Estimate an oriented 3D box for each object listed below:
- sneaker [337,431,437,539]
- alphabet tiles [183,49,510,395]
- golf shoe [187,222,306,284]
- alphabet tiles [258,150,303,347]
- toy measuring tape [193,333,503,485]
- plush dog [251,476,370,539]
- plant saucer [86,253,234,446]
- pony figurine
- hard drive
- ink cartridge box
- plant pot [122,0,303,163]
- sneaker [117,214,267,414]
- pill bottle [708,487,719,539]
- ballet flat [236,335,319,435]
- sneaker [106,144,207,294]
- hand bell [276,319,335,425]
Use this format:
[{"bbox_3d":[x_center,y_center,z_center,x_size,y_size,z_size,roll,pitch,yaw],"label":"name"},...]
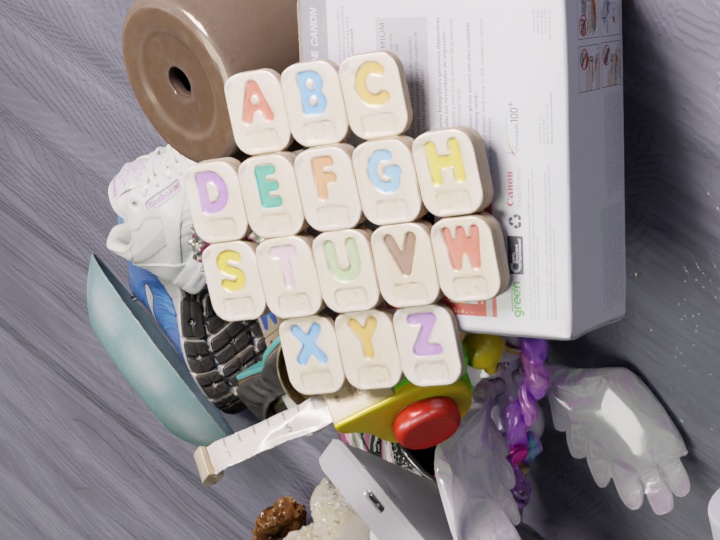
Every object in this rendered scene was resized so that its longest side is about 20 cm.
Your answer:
[{"bbox_3d":[0.050,0.164,1.562,0.086,0.080,0.201,-13,106,54],"label":"sneaker"},{"bbox_3d":[-0.011,-0.024,1.251,0.199,0.015,0.196,-5,101,32],"label":"alphabet tiles"},{"bbox_3d":[-0.056,-0.040,1.464,0.076,0.091,0.200,68,160,8],"label":"golf shoe"},{"bbox_3d":[-0.046,-0.007,1.574,0.166,0.006,0.201,-36,72,56],"label":"alphabet tiles"},{"bbox_3d":[-0.001,0.089,1.318,0.074,0.199,0.074,60,-170,-18],"label":"toy measuring tape"},{"bbox_3d":[-0.033,0.270,1.717,0.201,0.160,0.172,64,173,-4],"label":"plush dog"},{"bbox_3d":[-0.166,0.077,1.725,0.201,0.039,0.201,52,177,4],"label":"plant saucer"},{"bbox_3d":[0.096,0.091,1.401,0.194,0.166,0.200,67,161,4],"label":"pony figurine"},{"bbox_3d":[0.074,0.185,1.446,0.026,0.200,0.132,-54,41,10],"label":"hard drive"},{"bbox_3d":[0.059,-0.069,1.265,0.175,0.084,0.201,4,101,30],"label":"ink cartridge box"},{"bbox_3d":[-0.049,-0.148,1.359,0.200,0.174,0.201,33,140,33],"label":"plant pot"},{"bbox_3d":[-0.132,0.018,1.705,0.201,0.078,0.089,66,161,-6],"label":"sneaker"},{"bbox_3d":[0.268,0.220,1.286,0.112,0.112,0.201,8,122,50],"label":"pill bottle"},{"bbox_3d":[-0.037,0.078,1.519,0.069,0.068,0.200,61,164,5],"label":"ballet flat"},{"bbox_3d":[-0.128,-0.061,1.571,0.099,0.075,0.200,20,134,-9],"label":"sneaker"},{"bbox_3d":[0.000,0.000,1.429,0.200,0.104,0.104,-89,0,-53],"label":"hand bell"}]
